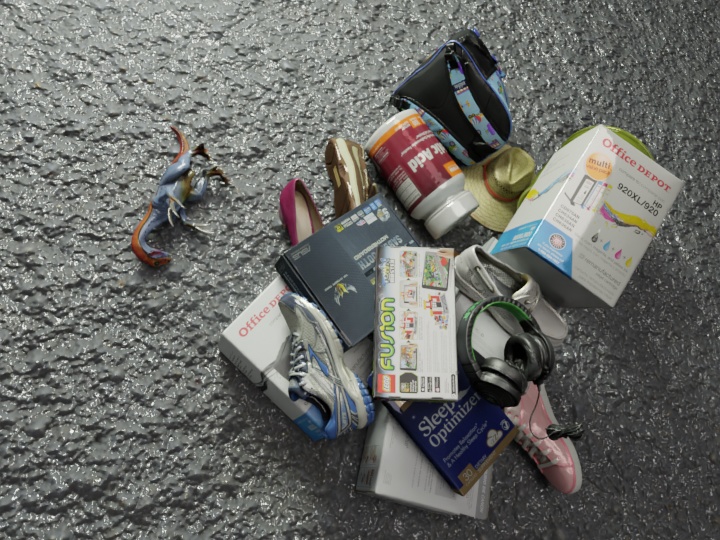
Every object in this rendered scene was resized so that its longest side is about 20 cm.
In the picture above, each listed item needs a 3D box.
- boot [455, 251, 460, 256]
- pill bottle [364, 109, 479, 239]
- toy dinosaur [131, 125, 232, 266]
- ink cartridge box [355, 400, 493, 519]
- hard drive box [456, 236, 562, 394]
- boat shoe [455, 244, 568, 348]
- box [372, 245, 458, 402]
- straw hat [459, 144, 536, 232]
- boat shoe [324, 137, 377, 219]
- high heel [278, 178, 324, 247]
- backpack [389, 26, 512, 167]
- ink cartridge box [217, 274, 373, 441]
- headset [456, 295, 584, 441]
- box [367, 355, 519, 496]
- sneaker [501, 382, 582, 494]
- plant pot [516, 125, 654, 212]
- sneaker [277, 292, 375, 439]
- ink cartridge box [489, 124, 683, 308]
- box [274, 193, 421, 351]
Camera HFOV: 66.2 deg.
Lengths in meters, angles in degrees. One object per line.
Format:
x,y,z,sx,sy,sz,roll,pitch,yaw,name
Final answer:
0.117,0.016,0.916,0.200,0.071,0.145,36,57,-7,boot
0.107,-0.162,0.945,0.114,0.114,0.201,-33,83,-26,pill bottle
-0.281,-0.099,0.830,0.181,0.105,0.199,-44,51,-14,toy dinosaur
0.104,0.242,0.810,0.174,0.084,0.202,20,65,-13,ink cartridge box
0.204,0.074,0.838,0.156,0.077,0.200,41,54,0,hard drive box
0.219,0.037,0.775,0.199,0.069,0.071,33,52,-6,boat shoe
0.071,0.069,0.731,0.108,0.035,0.203,2,72,-1,box
0.276,-0.180,1.027,0.198,0.085,0.204,7,68,-17,straw hat
-0.003,-0.131,0.920,0.074,0.075,0.205,-2,71,-26,boat shoe
-0.067,-0.041,0.849,0.067,0.096,0.202,-18,77,-24,high heel
0.183,-0.301,0.993,0.200,0.182,0.135,47,45,-11,backpack
-0.083,0.117,0.791,0.200,0.084,0.145,43,63,0,ink cartridge box
0.206,0.127,0.704,0.123,0.094,0.202,-30,92,-27,headset
0.112,0.186,0.750,0.121,0.032,0.201,-41,93,-17,box
0.259,0.255,0.864,0.103,0.075,0.202,-7,65,-26,sneaker
0.380,-0.125,0.968,0.192,0.200,0.201,-31,83,-32,plant pot
-0.061,0.124,0.708,0.085,0.077,0.201,-28,82,-23,sneaker
0.315,-0.069,0.788,0.146,0.145,0.201,34,83,-3,ink cartridge box
0.000,0.000,0.797,0.199,0.051,0.158,-34,86,-31,box
